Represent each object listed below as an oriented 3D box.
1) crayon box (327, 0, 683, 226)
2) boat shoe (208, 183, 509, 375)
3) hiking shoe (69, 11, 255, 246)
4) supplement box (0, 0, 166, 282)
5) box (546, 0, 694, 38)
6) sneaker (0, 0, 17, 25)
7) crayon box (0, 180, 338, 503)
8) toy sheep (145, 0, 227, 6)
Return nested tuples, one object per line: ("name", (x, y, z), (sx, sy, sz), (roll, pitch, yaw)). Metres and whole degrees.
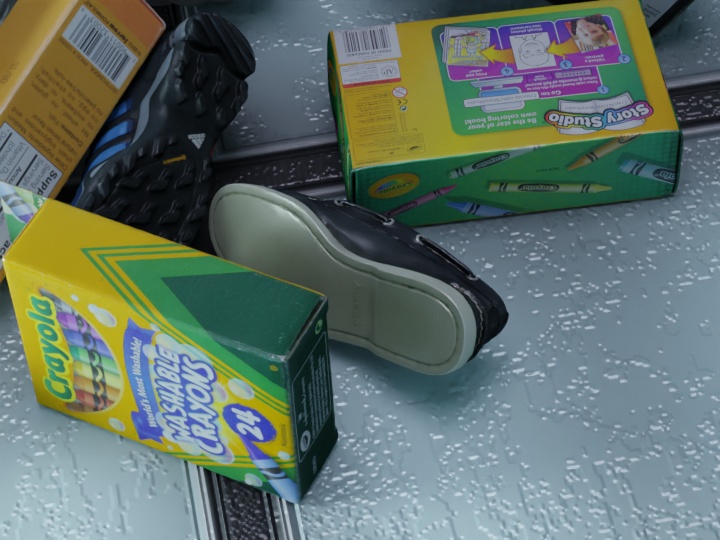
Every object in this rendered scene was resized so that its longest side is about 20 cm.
("crayon box", (0.084, -0.096, 1.296), (0.198, 0.058, 0.119), (-7, 50, -4))
("boat shoe", (0.001, -0.002, 1.217), (0.198, 0.075, 0.066), (20, 25, 37))
("hiking shoe", (-0.130, -0.059, 1.275), (0.086, 0.074, 0.201), (-12, 45, 55))
("supplement box", (-0.199, -0.086, 1.252), (0.066, 0.069, 0.201), (8, 59, 50))
("box", (0.117, -0.255, 1.346), (0.199, 0.086, 0.165), (23, 40, -31))
("sneaker", (-0.323, -0.185, 1.377), (0.198, 0.076, 0.105), (-13, 55, -3))
("crayon box", (-0.113, 0.039, 1.146), (0.199, 0.126, 0.052), (20, 53, 19))
("toy sheep", (-0.118, -0.234, 1.373), (0.199, 0.139, 0.138), (17, 52, 28))
